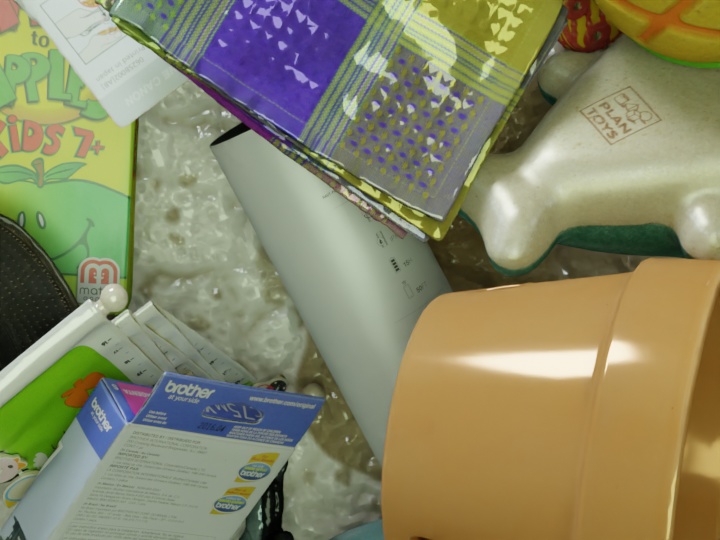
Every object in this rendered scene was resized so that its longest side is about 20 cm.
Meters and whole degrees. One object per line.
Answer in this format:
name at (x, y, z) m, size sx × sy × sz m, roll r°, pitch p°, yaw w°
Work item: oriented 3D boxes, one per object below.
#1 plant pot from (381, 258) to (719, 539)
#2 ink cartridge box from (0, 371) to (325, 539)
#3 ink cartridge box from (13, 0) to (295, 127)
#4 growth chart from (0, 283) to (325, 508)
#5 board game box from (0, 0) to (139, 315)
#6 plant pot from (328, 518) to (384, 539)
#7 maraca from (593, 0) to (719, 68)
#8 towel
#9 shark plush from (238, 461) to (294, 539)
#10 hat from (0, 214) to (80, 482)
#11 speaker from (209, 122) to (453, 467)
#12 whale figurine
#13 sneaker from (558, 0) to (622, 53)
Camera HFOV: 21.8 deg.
plant pot at (0.095, 0.089, 0.879) m, size 0.139 × 0.200 × 0.202 m, roll 7°, pitch 101°, yaw 18°
ink cartridge box at (-0.117, 0.124, 0.970) m, size 0.119 × 0.042 × 0.200 m, roll 14°, pitch 121°, yaw -45°
ink cartridge box at (-0.116, -0.187, 0.923) m, size 0.162 × 0.057 × 0.200 m, roll -37°, pitch 88°, yaw -10°
growth chart at (-0.121, 0.081, 0.969) m, size 0.145 × 0.018 × 0.200 m, roll -45°, pitch 142°, yaw 8°
board game box at (-0.167, -0.082, 0.979) m, size 0.101 × 0.048 × 0.202 m, roll 4°, pitch 100°, yaw -3°
plant pot at (0.037, 0.202, 0.985) m, size 0.199 × 0.200 × 0.136 m, roll -13°, pitch 71°, yaw -1°
maraca at (0.151, -0.191, 0.884) m, size 0.136 × 0.107 × 0.201 m, roll 1°, pitch 116°, yaw 37°
towel at (-0.007, -0.123, 0.889) m, size 0.200 × 0.023 × 0.144 m, roll 35°, pitch 84°, yaw -13°
shark plush at (-0.082, 0.198, 1.024) m, size 0.083 × 0.091 × 0.201 m, roll 21°, pitch 110°, yaw 25°
hat at (-0.237, 0.055, 0.948) m, size 0.199 × 0.081 × 0.202 m, roll 6°, pitch 120°, yaw 10°
speaker at (0.000, 0.000, 0.986) m, size 0.081 × 0.081 × 0.201 m, roll -28°, pitch 101°, yaw 2°
whale figurine at (0.137, -0.046, 0.954) m, size 0.199 × 0.159 × 0.104 m, roll -24°, pitch 143°, yaw -19°
sneaker at (0.102, -0.210, 0.967) m, size 0.073 × 0.077 × 0.201 m, roll -23°, pitch 116°, yaw -18°
